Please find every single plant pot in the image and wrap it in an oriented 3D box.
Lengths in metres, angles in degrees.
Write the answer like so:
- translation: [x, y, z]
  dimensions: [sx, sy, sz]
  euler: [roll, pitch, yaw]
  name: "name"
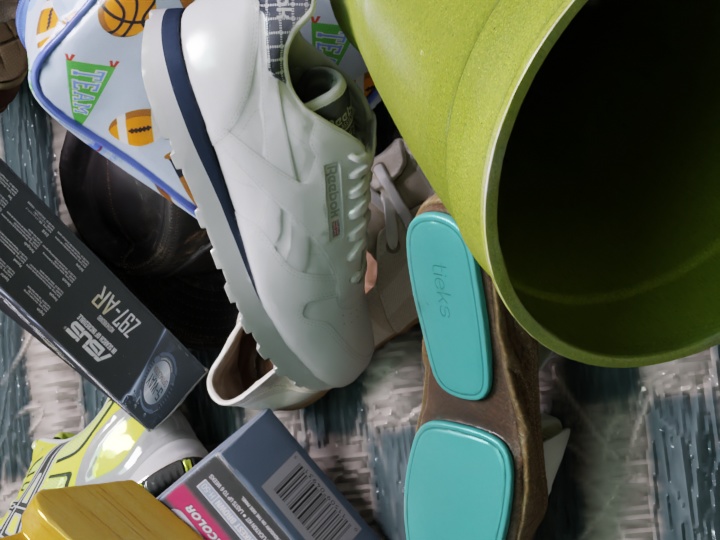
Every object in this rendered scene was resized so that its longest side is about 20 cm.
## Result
- translation: [0.084, -0.096, 1.025]
  dimensions: [0.193, 0.200, 0.201]
  euler: [45, 121, 46]
  name: "plant pot"

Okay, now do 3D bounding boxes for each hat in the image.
- translation: [-0.099, -0.059, 1.260]
  dimensions: [0.200, 0.081, 0.202]
  euler: [2, 93, 44]
  name: "hat"

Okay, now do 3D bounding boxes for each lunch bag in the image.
- translation: [-0.048, -0.119, 1.142]
  dimensions: [0.200, 0.160, 0.076]
  euler: [-46, 32, 16]
  name: "lunch bag"

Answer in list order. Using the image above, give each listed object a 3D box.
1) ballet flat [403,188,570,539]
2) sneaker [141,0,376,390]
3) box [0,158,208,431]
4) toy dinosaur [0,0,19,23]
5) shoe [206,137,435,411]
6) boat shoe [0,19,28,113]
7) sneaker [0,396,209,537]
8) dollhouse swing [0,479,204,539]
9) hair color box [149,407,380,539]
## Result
- translation: [0.058, 0.054, 1.114]
  dimensions: [0.068, 0.072, 0.201]
  euler: [14, 116, 41]
  name: "ballet flat"
- translation: [-0.025, -0.032, 1.100]
  dimensions: [0.080, 0.200, 0.077]
  euler: [-16, 35, 10]
  name: "sneaker"
- translation: [-0.180, -0.020, 1.248]
  dimensions: [0.044, 0.200, 0.160]
  euler: [-48, 44, -8]
  name: "box"
- translation: [-0.179, -0.174, 1.274]
  dimensions: [0.200, 0.135, 0.086]
  euler: [-106, 33, -53]
  name: "toy dinosaur"
- translation: [0.000, 0.000, 1.182]
  dimensions: [0.200, 0.053, 0.070]
  euler: [-47, 63, 29]
  name: "shoe"
- translation: [-0.244, -0.132, 1.406]
  dimensions: [0.200, 0.072, 0.068]
  euler: [42, 124, 41]
  name: "boat shoe"
- translation: [-0.151, 0.131, 1.334]
  dimensions: [0.200, 0.075, 0.077]
  euler: [-39, 58, 27]
  name: "sneaker"
- translation: [-0.152, 0.223, 1.151]
  dimensions: [0.182, 0.176, 0.200]
  euler: [39, 118, 11]
  name: "dollhouse swing"
- translation: [-0.088, 0.165, 1.240]
  dimensions: [0.200, 0.061, 0.099]
  euler: [-40, 90, 32]
  name: "hair color box"
